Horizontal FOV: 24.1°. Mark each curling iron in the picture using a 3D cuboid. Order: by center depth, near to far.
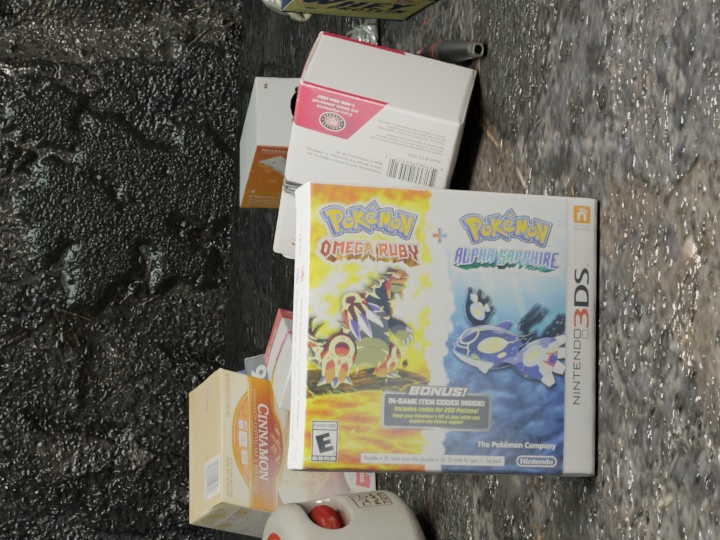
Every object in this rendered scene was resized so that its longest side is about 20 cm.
[{"bbox_3d":[0.080,-0.187,1.517,0.200,0.025,0.050,172,80,-75],"label":"curling iron"}]

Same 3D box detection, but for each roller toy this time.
[{"bbox_3d":[-0.006,0.297,1.556,0.200,0.139,0.183,110,149,-54],"label":"roller toy"}]

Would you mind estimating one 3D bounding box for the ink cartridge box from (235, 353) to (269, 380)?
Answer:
[{"bbox_3d":[-0.094,0.193,2.020,0.047,0.199,0.199,28,-127,-52],"label":"ink cartridge box"}]

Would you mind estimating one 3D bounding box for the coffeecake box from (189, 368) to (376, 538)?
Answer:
[{"bbox_3d":[-0.083,0.209,1.825,0.073,0.199,0.155,-37,47,44],"label":"coffeecake box"}]

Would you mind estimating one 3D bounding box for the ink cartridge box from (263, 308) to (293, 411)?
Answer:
[{"bbox_3d":[-0.032,0.112,1.794,0.200,0.116,0.068,-119,46,-73],"label":"ink cartridge box"}]

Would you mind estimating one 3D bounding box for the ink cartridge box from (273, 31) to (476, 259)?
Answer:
[{"bbox_3d":[0.011,-0.094,1.494,0.085,0.144,0.201,-72,-5,-46],"label":"ink cartridge box"}]

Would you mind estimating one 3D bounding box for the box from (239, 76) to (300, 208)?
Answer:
[{"bbox_3d":[-0.087,-0.161,2.184,0.200,0.123,0.098,115,156,-67],"label":"box"}]

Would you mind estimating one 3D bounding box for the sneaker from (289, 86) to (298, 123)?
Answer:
[{"bbox_3d":[-0.032,-0.198,1.919,0.200,0.105,0.075,-124,37,-74],"label":"sneaker"}]

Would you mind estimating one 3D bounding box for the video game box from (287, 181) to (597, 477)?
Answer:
[{"bbox_3d":[0.055,0.040,1.086,0.047,0.198,0.184,151,120,-74],"label":"video game box"}]

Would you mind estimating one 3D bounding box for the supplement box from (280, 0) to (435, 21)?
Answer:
[{"bbox_3d":[0.001,-0.364,1.684,0.200,0.133,0.202,-170,83,-80],"label":"supplement box"}]

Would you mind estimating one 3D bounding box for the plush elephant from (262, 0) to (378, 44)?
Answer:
[{"bbox_3d":[-0.050,-0.348,1.918,0.165,0.154,0.202,-133,46,-76],"label":"plush elephant"}]
